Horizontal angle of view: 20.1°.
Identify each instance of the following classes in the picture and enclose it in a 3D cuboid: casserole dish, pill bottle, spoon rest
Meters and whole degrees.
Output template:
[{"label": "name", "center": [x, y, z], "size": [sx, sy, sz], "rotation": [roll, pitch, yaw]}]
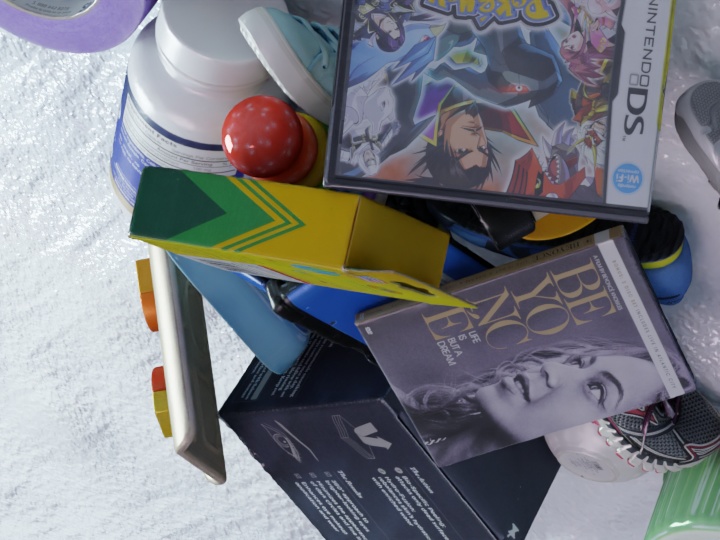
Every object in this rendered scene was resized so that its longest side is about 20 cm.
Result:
[{"label": "casserole dish", "center": [-0.096, -0.008, 1.611], "size": [0.039, 0.121, 0.200], "rotation": [-30, 118, 18]}, {"label": "pill bottle", "center": [-0.112, -0.121, 1.463], "size": [0.119, 0.120, 0.200], "rotation": [28, 143, 5]}, {"label": "spoon rest", "center": [0.171, 0.108, 1.604], "size": [0.099, 0.061, 0.200], "rotation": [5, 151, 35]}]

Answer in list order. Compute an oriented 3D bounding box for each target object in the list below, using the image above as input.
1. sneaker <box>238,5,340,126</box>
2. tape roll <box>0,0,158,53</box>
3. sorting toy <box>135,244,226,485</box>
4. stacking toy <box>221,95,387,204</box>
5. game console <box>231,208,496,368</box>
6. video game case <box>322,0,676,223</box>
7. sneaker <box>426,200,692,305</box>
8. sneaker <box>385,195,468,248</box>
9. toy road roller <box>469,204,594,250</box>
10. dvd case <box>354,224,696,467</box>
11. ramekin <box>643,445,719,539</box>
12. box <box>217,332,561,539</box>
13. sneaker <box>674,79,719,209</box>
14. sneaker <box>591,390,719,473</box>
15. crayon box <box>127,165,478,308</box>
[{"label": "sneaker", "center": [-0.009, -0.142, 1.360], "size": [0.074, 0.082, 0.200], "rotation": [52, -170, 28]}, {"label": "tape roll", "center": [-0.216, -0.253, 1.410], "size": [0.199, 0.085, 0.200], "rotation": [20, 144, 16]}, {"label": "sorting toy", "center": [-0.146, 0.071, 1.642], "size": [0.036, 0.186, 0.200], "rotation": [-9, 165, 1]}, {"label": "stacking toy", "center": [-0.046, -0.078, 1.400], "size": [0.085, 0.086, 0.200], "rotation": [18, 175, 19]}, {"label": "game console", "center": [0.000, 0.000, 1.483], "size": [0.170, 0.119, 0.200], "rotation": [-35, 145, 19]}, {"label": "video game case", "center": [0.086, -0.129, 1.224], "size": [0.199, 0.182, 0.026], "rotation": [6, -175, 1]}, {"label": "sneaker", "center": [0.139, -0.017, 1.449], "size": [0.199, 0.066, 0.079], "rotation": [15, 147, 22]}, {"label": "sneaker", "center": [-0.008, -0.023, 1.549], "size": [0.200, 0.072, 0.083], "rotation": [11, 159, 40]}, {"label": "toy road roller", "center": [0.092, -0.114, 1.312], "size": [0.200, 0.123, 0.146], "rotation": [59, -178, -2]}, {"label": "dvd case", "center": [0.116, 0.057, 1.423], "size": [0.199, 0.016, 0.149], "rotation": [-19, 124, 16]}, {"label": "ramekin", "center": [0.315, 0.217, 1.577], "size": [0.199, 0.098, 0.200], "rotation": [21, 145, 16]}, {"label": "box", "center": [0.027, 0.137, 1.684], "size": [0.200, 0.118, 0.197], "rotation": [-8, 130, 45]}, {"label": "sneaker", "center": [0.258, -0.038, 1.320], "size": [0.082, 0.075, 0.200], "rotation": [-18, 123, 46]}, {"label": "sneaker", "center": [0.200, 0.086, 1.493], "size": [0.200, 0.081, 0.075], "rotation": [30, 142, -31]}, {"label": "crayon box", "center": [-0.032, -0.021, 1.309], "size": [0.199, 0.051, 0.127], "rotation": [9, 174, 30]}]
